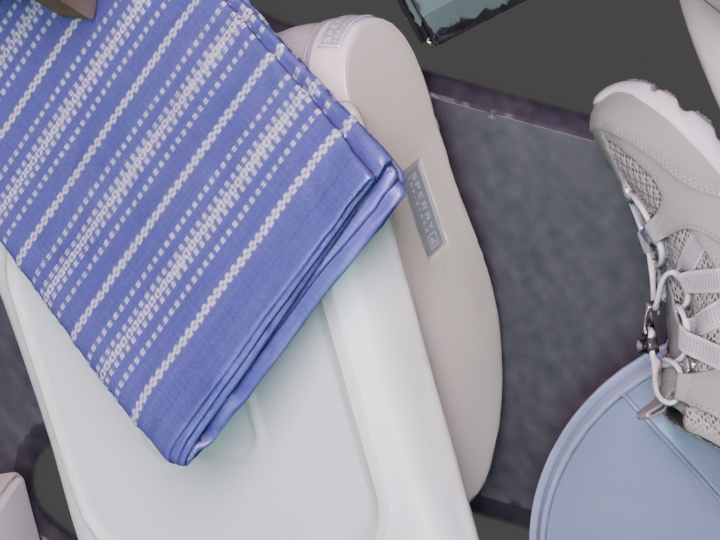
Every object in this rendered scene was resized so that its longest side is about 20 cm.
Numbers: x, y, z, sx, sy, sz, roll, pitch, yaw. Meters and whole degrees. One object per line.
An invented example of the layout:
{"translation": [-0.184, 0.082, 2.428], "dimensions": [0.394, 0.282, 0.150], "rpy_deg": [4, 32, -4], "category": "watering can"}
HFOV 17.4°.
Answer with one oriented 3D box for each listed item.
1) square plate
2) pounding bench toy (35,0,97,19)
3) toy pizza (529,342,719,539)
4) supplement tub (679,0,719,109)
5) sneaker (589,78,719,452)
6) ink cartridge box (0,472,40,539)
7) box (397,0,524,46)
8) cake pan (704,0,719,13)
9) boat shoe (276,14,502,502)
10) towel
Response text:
{"translation": [-0.061, 0.042, 0.914], "dimensions": [0.199, 0.028, 0.199], "rpy_deg": [-5, 108, 34], "category": "square plate"}
{"translation": [-0.163, -0.166, 0.790], "dimensions": [0.155, 0.200, 0.125], "rpy_deg": [7, 88, 8], "category": "pounding bench toy"}
{"translation": [0.167, 0.111, 0.936], "dimensions": [0.199, 0.032, 0.201], "rpy_deg": [3, 110, 9], "category": "toy pizza"}
{"translation": [0.224, -0.090, 0.796], "dimensions": [0.199, 0.145, 0.146], "rpy_deg": [-27, 103, 17], "category": "supplement tub"}
{"translation": [0.130, 0.022, 0.856], "dimensions": [0.082, 0.075, 0.201], "rpy_deg": [-30, 76, 4], "category": "sneaker"}
{"translation": [-0.226, 0.179, 0.996], "dimensions": [0.199, 0.084, 0.147], "rpy_deg": [-9, 107, 12], "category": "ink cartridge box"}
{"translation": [0.064, -0.212, 0.834], "dimensions": [0.199, 0.050, 0.199], "rpy_deg": [-25, 104, 16], "category": "box"}
{"translation": [0.184, -0.148, 0.733], "dimensions": [0.200, 0.201, 0.037], "rpy_deg": [-27, 146, 17], "category": "cake pan"}
{"translation": [0.000, 0.000, 0.910], "dimensions": [0.068, 0.072, 0.201], "rpy_deg": [-1, 120, 36], "category": "boat shoe"}
{"translation": [-0.078, -0.044, 0.871], "dimensions": [0.145, 0.024, 0.200], "rpy_deg": [-53, 57, 20], "category": "towel"}
